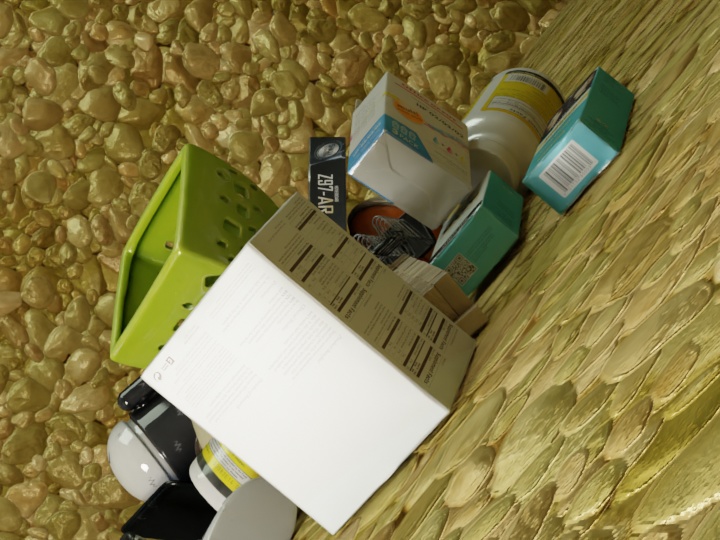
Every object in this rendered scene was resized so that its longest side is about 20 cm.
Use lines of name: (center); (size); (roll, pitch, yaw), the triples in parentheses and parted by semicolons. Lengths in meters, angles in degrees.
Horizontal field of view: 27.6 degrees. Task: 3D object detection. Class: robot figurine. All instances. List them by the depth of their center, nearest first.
robot figurine: (-0.215, 0.198, 1.802); (0.200, 0.150, 0.125); (-38, -22, -13)

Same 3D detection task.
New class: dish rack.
dish rack: (0.000, 0.000, 1.517); (0.153, 0.055, 0.200); (-45, -12, 12)

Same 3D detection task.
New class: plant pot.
plant pot: (-0.167, 0.007, 1.710); (0.199, 0.181, 0.200); (-53, 25, 35)

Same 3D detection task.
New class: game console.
game console: (-0.163, 0.249, 1.716); (0.176, 0.116, 0.200); (-53, 4, -35)

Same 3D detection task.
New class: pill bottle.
pill bottle: (-0.066, 0.156, 1.444); (0.200, 0.112, 0.112); (-51, 3, 6)
pill bottle: (0.166, -0.149, 1.709); (0.111, 0.111, 0.200); (-48, 3, 38)

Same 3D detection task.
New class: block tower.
block tower: (0.055, 0.028, 1.354); (0.054, 0.058, 0.200); (-41, 13, -5)

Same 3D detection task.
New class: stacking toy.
stacking toy: (0.029, 0.027, 1.716); (0.146, 0.146, 0.200); (-45, 21, 60)

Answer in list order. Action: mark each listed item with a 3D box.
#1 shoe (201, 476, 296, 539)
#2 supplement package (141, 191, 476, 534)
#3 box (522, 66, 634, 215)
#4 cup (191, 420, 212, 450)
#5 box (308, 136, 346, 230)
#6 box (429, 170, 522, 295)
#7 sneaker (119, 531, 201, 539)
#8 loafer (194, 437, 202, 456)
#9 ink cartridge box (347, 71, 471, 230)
shoe: (-0.135, 0.279, 1.351); (0.091, 0.071, 0.200); (-37, 17, 53)
supplement package: (-0.037, 0.071, 1.189); (0.152, 0.200, 0.151); (-49, 3, 22)
box: (0.209, -0.127, 1.391); (0.082, 0.049, 0.200); (-49, 4, 25)
cup: (-0.103, 0.150, 1.579); (0.200, 0.200, 0.143); (136, 141, -66)
box: (-0.037, -0.033, 1.707); (0.200, 0.043, 0.160); (90, 178, -56)
box: (0.122, -0.041, 1.506); (0.082, 0.049, 0.200); (-50, 3, 16)
sneaker: (-0.197, 0.303, 1.562); (0.075, 0.115, 0.200); (-49, 4, 26)
loafer: (-0.108, 0.167, 1.710); (0.200, 0.073, 0.071); (-31, -7, 2)
ink cartridge box: (0.054, -0.140, 1.582); (0.068, 0.115, 0.200); (-50, 17, 24)
